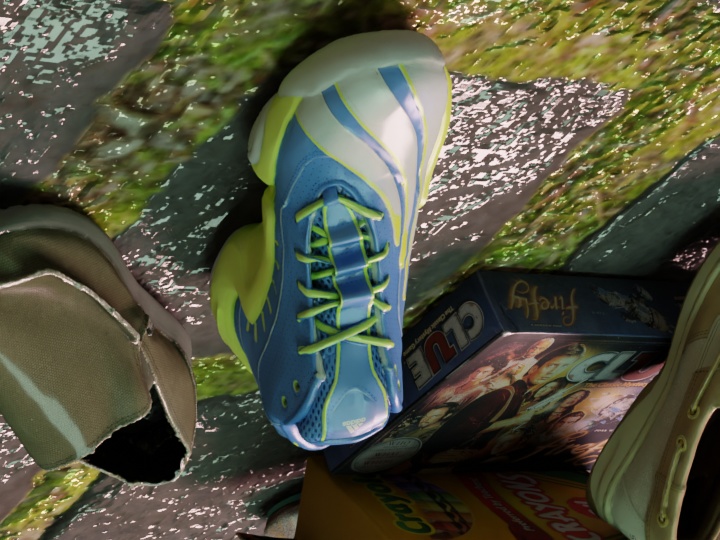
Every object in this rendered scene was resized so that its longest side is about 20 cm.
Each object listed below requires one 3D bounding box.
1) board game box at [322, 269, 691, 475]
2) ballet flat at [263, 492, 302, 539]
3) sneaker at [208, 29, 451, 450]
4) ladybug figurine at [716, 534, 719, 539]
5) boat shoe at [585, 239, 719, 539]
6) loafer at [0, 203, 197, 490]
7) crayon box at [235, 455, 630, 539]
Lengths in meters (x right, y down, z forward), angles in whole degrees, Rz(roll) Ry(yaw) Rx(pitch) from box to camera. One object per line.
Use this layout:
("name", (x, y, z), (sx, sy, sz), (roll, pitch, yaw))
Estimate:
("board game box", (0.092, 0.053, 1.079), (0.199, 0.035, 0.135), (3, 145, -41))
("ballet flat", (0.040, 0.149, 1.189), (0.199, 0.068, 0.068), (-1, 150, -36))
("sneaker", (0.000, 0.000, 0.820), (0.075, 0.106, 0.200), (-11, 153, -20))
("ladybug figurine", (0.255, 0.225, 1.499), (0.135, 0.072, 0.200), (-27, 154, 12))
("boat shoe", (0.183, 0.051, 1.035), (0.074, 0.066, 0.201), (6, 117, -43))
("loafer", (-0.110, 0.035, 0.844), (0.075, 0.070, 0.200), (-27, 154, 13))
("crayon box", (0.052, 0.139, 1.086), (0.199, 0.127, 0.051), (4, 105, -25))
